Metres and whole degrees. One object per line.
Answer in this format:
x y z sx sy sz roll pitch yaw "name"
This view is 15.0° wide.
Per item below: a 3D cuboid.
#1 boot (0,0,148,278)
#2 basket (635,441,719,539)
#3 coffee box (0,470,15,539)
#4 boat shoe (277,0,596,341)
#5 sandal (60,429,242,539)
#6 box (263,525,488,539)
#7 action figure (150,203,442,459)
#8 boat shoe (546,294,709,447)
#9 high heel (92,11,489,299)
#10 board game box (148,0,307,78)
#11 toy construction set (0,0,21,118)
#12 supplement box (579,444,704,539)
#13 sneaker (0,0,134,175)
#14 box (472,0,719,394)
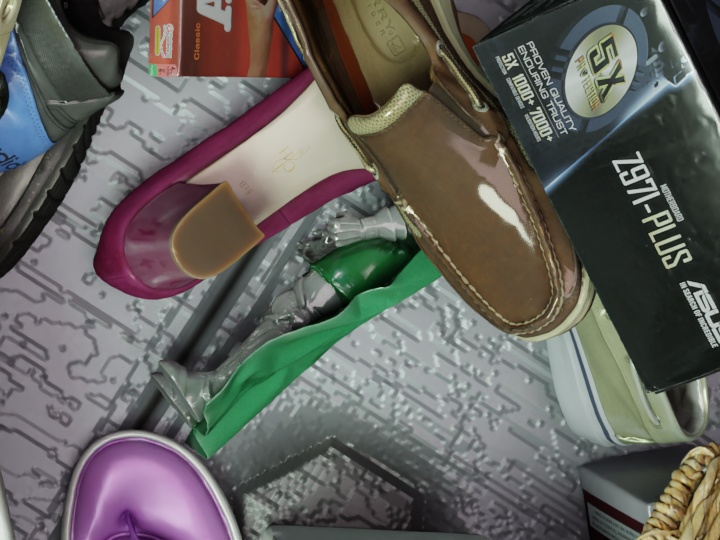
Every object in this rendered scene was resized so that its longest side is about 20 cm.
-0.166 -0.108 1.177 0.130 0.068 0.200 22 89 -1 "boot"
0.176 0.195 1.138 0.149 0.143 0.200 19 76 29 "basket"
-0.247 0.087 1.102 0.200 0.200 0.198 -13 97 -9 "coffee box"
0.022 -0.058 1.125 0.075 0.075 0.203 -39 74 27 "boat shoe"
-0.085 0.171 1.213 0.082 0.050 0.203 -7 96 -9 "sandal"
0.012 0.223 1.183 0.106 0.152 0.200 4 95 -10 "box"
0.000 0.000 1.197 0.200 0.118 0.055 -36 90 -14 "action figure"
0.109 -0.012 1.199 0.072 0.062 0.200 -46 128 -43 "boat shoe"
-0.032 -0.056 1.213 0.200 0.096 0.068 -33 104 -27 "high heel"
-0.051 -0.183 1.169 0.019 0.103 0.200 5 96 35 "board game box"
-0.195 -0.106 1.042 0.131 0.092 0.200 23 122 10 "toy construction set"
0.153 0.187 1.226 0.061 0.109 0.200 -9 97 -11 "supplement box"
-0.166 -0.141 1.107 0.111 0.077 0.200 -28 90 14 "sneaker"
0.152 -0.068 1.154 0.086 0.200 0.164 -22 100 31 "box"
